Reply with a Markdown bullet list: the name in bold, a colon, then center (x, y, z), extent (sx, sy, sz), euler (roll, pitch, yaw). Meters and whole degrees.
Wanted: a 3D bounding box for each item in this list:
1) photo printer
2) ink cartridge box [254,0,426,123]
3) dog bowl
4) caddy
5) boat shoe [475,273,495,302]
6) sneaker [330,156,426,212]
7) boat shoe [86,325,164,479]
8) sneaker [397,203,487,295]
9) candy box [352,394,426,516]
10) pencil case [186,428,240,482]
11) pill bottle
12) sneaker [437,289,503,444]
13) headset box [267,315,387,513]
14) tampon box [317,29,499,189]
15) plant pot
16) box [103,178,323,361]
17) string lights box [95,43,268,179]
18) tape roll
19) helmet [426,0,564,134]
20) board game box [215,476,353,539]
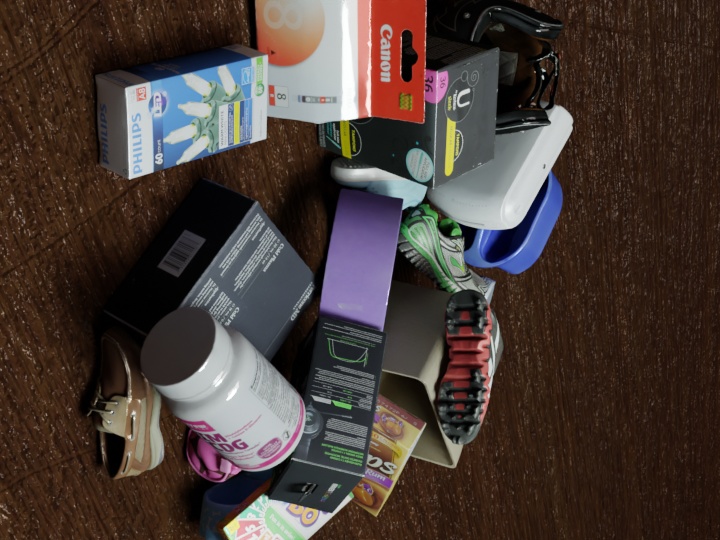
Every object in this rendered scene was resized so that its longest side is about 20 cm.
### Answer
- **photo printer**: center (0.193, -0.156, 1.719), extent (0.069, 0.166, 0.201), euler (39, 78, -44)
- **ink cartridge box**: center (-0.025, -0.248, 1.380), extent (0.050, 0.198, 0.164), euler (-46, 142, -55)
- **dog bowl**: center (-0.131, 0.305, 1.608), extent (0.199, 0.111, 0.050), euler (-18, 109, -45)
- **caddy**: center (0.216, -0.093, 1.799), extent (0.105, 0.140, 0.202), euler (32, 82, -55)
- **boat shoe**: center (0.157, 0.070, 1.868), extent (0.074, 0.068, 0.200), euler (-59, 168, -28)
- **sneaker**: center (0.029, -0.107, 1.618), extent (0.199, 0.073, 0.083), euler (0, 104, -50)
- **boat shoe**: center (-0.276, 0.160, 1.382), extent (0.071, 0.075, 0.202), euler (-28, 126, -37)
- **sneaker**: center (0.127, -0.019, 1.705), extent (0.085, 0.078, 0.200), euler (-47, 131, 3)
- **candy box**: center (0.007, 0.251, 1.672), extent (0.057, 0.116, 0.201), euler (-51, 168, -40)
- **pencil case**: center (-0.130, 0.226, 1.573), extent (0.199, 0.094, 0.091), euler (-5, 130, -47)
- **pill bottle**: center (-0.150, 0.131, 1.317), extent (0.114, 0.113, 0.200), euler (-55, 140, -15)
- **sneaker**: center (0.149, 0.130, 1.586), extent (0.098, 0.070, 0.203), euler (21, 71, -63)
- **headset box**: center (-0.043, 0.188, 1.477), extent (0.174, 0.092, 0.202), euler (120, -18, -62)
- **tampon box**: center (0.057, -0.213, 1.494), extent (0.126, 0.199, 0.152), euler (-27, 127, -40)
- **plant pot**: center (0.067, 0.130, 1.699), extent (0.178, 0.198, 0.201), euler (-56, 143, -32)
- **box**: center (-0.170, 0.032, 1.420), extent (0.201, 0.104, 0.182), euler (-54, 140, -16)
- **string lights box**: center (-0.194, -0.179, 1.320), extent (0.199, 0.059, 0.104), euler (-24, 127, -42)
- **tape roll**: center (0.000, 0.000, 1.543), extent (0.200, 0.084, 0.203), euler (10, 90, -88)
- **helmet**: center (0.166, -0.274, 1.604), extent (0.188, 0.200, 0.202), euler (5, 110, -6)
- **board game box**: center (-0.089, 0.305, 1.547), extent (0.200, 0.030, 0.096), euler (-39, 114, -32)
